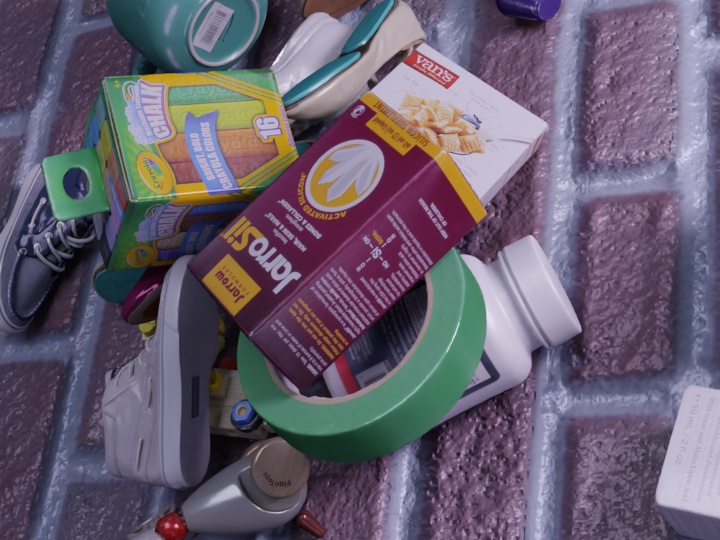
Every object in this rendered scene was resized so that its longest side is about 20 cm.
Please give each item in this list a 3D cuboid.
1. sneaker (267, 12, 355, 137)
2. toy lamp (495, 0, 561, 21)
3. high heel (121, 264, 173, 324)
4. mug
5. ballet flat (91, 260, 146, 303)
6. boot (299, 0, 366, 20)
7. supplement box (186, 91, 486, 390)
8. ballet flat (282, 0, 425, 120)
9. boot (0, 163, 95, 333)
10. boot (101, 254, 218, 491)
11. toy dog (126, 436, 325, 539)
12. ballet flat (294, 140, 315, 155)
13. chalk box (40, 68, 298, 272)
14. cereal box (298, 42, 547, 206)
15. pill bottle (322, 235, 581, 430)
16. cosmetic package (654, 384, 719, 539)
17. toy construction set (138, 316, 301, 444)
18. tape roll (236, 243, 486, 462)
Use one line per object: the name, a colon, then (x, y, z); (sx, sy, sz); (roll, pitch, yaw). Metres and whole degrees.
sneaker: (-0.060, -0.164, 1.450); (0.088, 0.075, 0.201); (28, 77, 25)
toy lamp: (0.115, -0.295, 1.436); (0.058, 0.058, 0.200); (-49, 53, -6)
high heel: (-0.163, -0.037, 1.343); (0.096, 0.068, 0.200); (39, 63, 18)
mug: (-0.170, -0.265, 1.529); (0.151, 0.186, 0.114); (-31, 51, -23)
ballet flat: (-0.169, -0.018, 1.423); (0.198, 0.068, 0.062); (-10, 26, 16)
boot: (-0.019, -0.359, 1.547); (0.200, 0.070, 0.146); (-44, 45, -3)
supplement box: (-0.019, -0.024, 1.120); (0.200, 0.086, 0.110); (-44, 46, -4)
ballet flat: (-0.001, -0.185, 1.390); (0.069, 0.070, 0.200); (13, 46, 33)
boot: (-0.316, -0.032, 1.502); (0.090, 0.073, 0.201); (-8, 58, 31)
boot: (-0.181, 0.086, 1.264); (0.095, 0.073, 0.202); (3, 88, 24)
toy dog: (-0.110, 0.223, 1.233); (0.199, 0.132, 0.097); (-36, 90, 11)
ballet flat: (-0.028, -0.092, 1.390); (0.199, 0.069, 0.070); (-12, 57, 28)
chalk box: (-0.166, -0.084, 1.243); (0.198, 0.124, 0.125); (-7, 65, -24)
cereal box: (0.054, -0.102, 1.287); (0.143, 0.040, 0.200); (35, 56, 13)
pill bottle: (0.074, 0.057, 1.211); (0.199, 0.120, 0.120); (-28, 53, 10)
cosmetic package: (0.323, 0.154, 1.050); (0.199, 0.074, 0.102); (6, 66, 32)
toy construction set: (-0.117, 0.085, 1.324); (0.199, 0.092, 0.132); (-6, 59, 38)
tape roll: (-0.001, 0.050, 1.147); (0.199, 0.048, 0.202); (-17, 50, 20)
